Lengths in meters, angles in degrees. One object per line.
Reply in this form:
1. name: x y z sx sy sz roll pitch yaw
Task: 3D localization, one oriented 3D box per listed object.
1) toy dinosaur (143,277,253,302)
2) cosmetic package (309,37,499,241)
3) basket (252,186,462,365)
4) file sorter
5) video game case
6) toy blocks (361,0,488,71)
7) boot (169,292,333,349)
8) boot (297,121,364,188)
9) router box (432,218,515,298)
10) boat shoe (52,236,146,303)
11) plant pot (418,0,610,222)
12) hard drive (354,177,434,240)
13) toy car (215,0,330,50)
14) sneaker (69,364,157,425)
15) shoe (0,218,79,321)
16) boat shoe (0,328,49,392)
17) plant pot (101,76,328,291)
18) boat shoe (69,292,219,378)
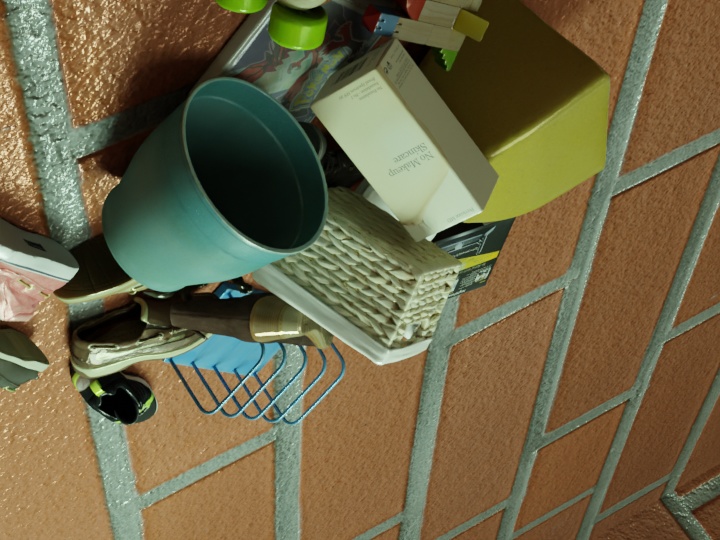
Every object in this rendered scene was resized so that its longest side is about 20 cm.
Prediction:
1. toy dinosaur: -0.177 -0.019 1.765 0.199 0.077 0.103 -10 128 -25
2. cosmetic package: 0.050 -0.141 1.591 0.103 0.200 0.073 -26 -158 37
3. basket: 0.000 0.000 1.691 0.135 0.199 0.124 -12 132 -63
4. file sorter: -0.136 0.121 1.940 0.139 0.123 0.200 -46 150 18
5. video game case: -0.068 -0.240 1.594 0.200 0.023 0.182 -48 149 20
6. toy blocks: 0.074 -0.324 1.569 0.136 0.100 0.201 4 121 -39
7. boot: -0.124 0.053 1.767 0.200 0.165 0.073 7 88 -75
8. boot: -0.047 -0.129 1.713 0.173 0.070 0.200 -13 169 -37
9. router box: 0.113 -0.019 2.081 0.199 0.052 0.158 -18 147 -31
10. boat shoe: -0.258 -0.006 1.671 0.199 0.074 0.067 -23 152 -15
11. plant pot: 0.156 -0.173 1.730 0.200 0.195 0.195 -38 152 -14
12. hard drive: -0.003 -0.013 1.833 0.131 0.026 0.200 24 114 -36
13. toy car: -0.026 -0.330 1.398 0.199 0.157 0.165 -26 141 -42
14. sneaker: -0.310 0.173 1.864 0.072 0.083 0.200 -37 151 1
15. shoe: -0.386 -0.001 1.539 0.091 0.072 0.200 -47 155 7
16. boat shoe: -0.425 0.093 1.634 0.061 0.072 0.201 -43 153 3
17. plant pot: -0.169 -0.072 1.550 0.187 0.201 0.199 -30 159 36
18. boat shoe: -0.258 0.068 1.781 0.201 0.075 0.075 -24 144 -22
